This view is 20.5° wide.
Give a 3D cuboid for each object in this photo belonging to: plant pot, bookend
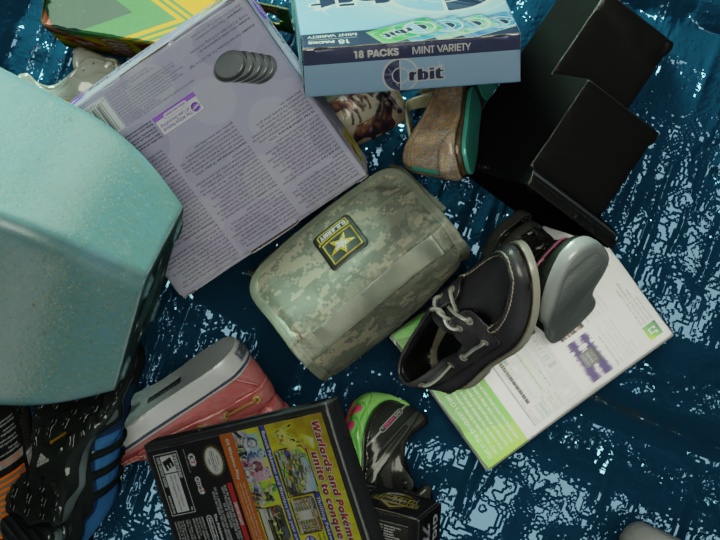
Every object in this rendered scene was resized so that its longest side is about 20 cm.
[{"bbox_3d":[-0.252,-0.011,1.538,0.200,0.196,0.197,20,125,1],"label":"plant pot"},{"bbox_3d":[0.189,-0.136,1.625,0.092,0.199,0.200,35,87,-17],"label":"bookend"}]

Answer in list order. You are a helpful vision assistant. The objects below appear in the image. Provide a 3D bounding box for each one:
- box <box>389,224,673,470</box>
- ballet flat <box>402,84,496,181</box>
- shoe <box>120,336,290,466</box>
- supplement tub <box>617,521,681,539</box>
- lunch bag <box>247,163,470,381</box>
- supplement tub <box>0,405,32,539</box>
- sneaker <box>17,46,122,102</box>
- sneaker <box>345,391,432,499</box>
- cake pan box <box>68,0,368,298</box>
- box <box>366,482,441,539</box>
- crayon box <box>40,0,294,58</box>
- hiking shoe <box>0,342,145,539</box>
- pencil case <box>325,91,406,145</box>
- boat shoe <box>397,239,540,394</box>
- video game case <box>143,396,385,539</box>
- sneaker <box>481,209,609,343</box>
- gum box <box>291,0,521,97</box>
[{"bbox_3d":[0.145,0.056,1.707,0.200,0.036,0.144,-35,87,-2],"label":"box"},{"bbox_3d":[0.073,-0.151,1.664,0.067,0.200,0.068,-3,130,19],"label":"ballet flat"},{"bbox_3d":[-0.156,0.143,1.687,0.200,0.071,0.091,-33,110,15],"label":"shoe"},{"bbox_3d":[0.242,0.323,1.637,0.145,0.145,0.200,26,88,2],"label":"supplement tub"},{"bbox_3d":[0.000,0.000,1.623,0.164,0.200,0.118,-38,97,0],"label":"lunch bag"},{"bbox_3d":[-0.325,0.154,1.633,0.122,0.123,0.200,-5,117,0],"label":"supplement tub"},{"bbox_3d":[-0.204,-0.152,1.694,0.200,0.076,0.092,-14,96,-1],"label":"sneaker"},{"bbox_3d":[0.017,0.205,1.681,0.084,0.077,0.200,9,91,-2],"label":"sneaker"},{"bbox_3d":[-0.123,-0.101,1.613,0.200,0.052,0.184,-34,106,10],"label":"cake pan box"},{"bbox_3d":[-0.038,0.263,1.629,0.200,0.050,0.199,11,110,24],"label":"box"},{"bbox_3d":[-0.158,-0.204,1.675,0.200,0.127,0.051,9,88,2],"label":"crayon box"},{"bbox_3d":[-0.225,0.143,1.619,0.074,0.087,0.200,21,83,28],"label":"hiking shoe"},{"bbox_3d":[-0.057,-0.120,1.689,0.200,0.089,0.078,-28,81,-1],"label":"pencil case"},{"bbox_3d":[0.085,0.043,1.592,0.063,0.200,0.073,-7,64,-24],"label":"boat shoe"},{"bbox_3d":[-0.066,0.213,1.589,0.181,0.025,0.200,-15,96,30],"label":"video game case"},{"bbox_3d":[0.141,-0.008,1.601,0.071,0.200,0.099,-41,76,-8],"label":"sneaker"},{"bbox_3d":[0.032,-0.201,1.613,0.170,0.200,0.045,-4,116,-4],"label":"gum box"}]
